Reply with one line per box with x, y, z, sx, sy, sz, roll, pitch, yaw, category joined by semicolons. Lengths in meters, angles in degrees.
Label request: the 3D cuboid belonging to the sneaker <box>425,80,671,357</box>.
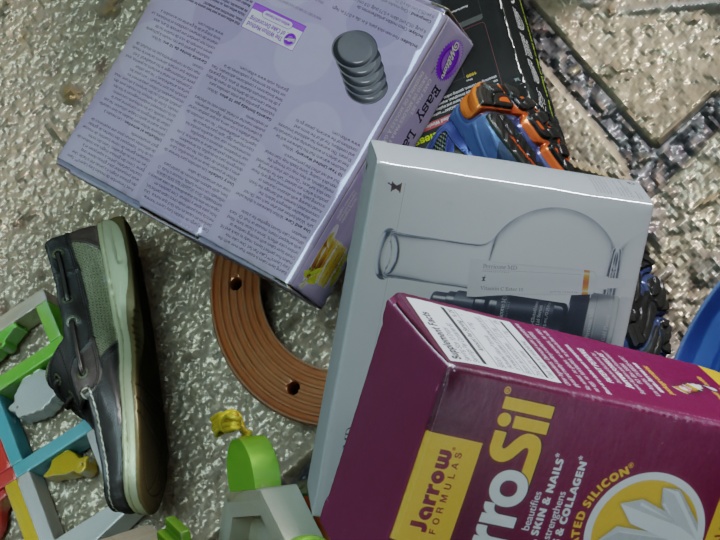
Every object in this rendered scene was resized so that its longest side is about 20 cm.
0.105;-0.009;1.371;0.078;0.075;0.200;-35;86;33;sneaker

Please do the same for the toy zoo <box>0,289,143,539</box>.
-0.214;0.127;1.526;0.131;0.020;0.201;-32;61;12;toy zoo

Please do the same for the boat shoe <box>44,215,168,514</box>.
-0.160;0.061;1.488;0.066;0.072;0.202;-11;61;5;boat shoe

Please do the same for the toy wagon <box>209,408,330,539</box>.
-0.048;0.175;1.349;0.039;0.155;0.201;-6;85;-22;toy wagon

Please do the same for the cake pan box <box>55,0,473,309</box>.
-0.061;-0.100;1.422;0.199;0.052;0.185;26;83;30;cake pan box

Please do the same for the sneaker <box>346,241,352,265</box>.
0.056;0.045;1.376;0.069;0.100;0.201;-26;104;2;sneaker

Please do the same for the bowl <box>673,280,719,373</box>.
0.232;0.083;1.262;0.200;0.039;0.202;-28;56;52;bowl

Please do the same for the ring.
0.000;0.000;1.470;0.199;0.019;0.201;-8;69;22;ring

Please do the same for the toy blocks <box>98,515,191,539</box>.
-0.149;0.210;1.355;0.136;0.100;0.200;-16;21;-23;toy blocks

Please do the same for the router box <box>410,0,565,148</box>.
0.009;-0.113;1.459;0.199;0.062;0.150;-22;64;17;router box

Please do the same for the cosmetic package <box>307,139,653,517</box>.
0.061;0.042;1.295;0.150;0.052;0.201;9;106;-5;cosmetic package

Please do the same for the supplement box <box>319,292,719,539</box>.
0.099;0.106;1.231;0.103;0.199;0.131;-129;54;-65;supplement box
